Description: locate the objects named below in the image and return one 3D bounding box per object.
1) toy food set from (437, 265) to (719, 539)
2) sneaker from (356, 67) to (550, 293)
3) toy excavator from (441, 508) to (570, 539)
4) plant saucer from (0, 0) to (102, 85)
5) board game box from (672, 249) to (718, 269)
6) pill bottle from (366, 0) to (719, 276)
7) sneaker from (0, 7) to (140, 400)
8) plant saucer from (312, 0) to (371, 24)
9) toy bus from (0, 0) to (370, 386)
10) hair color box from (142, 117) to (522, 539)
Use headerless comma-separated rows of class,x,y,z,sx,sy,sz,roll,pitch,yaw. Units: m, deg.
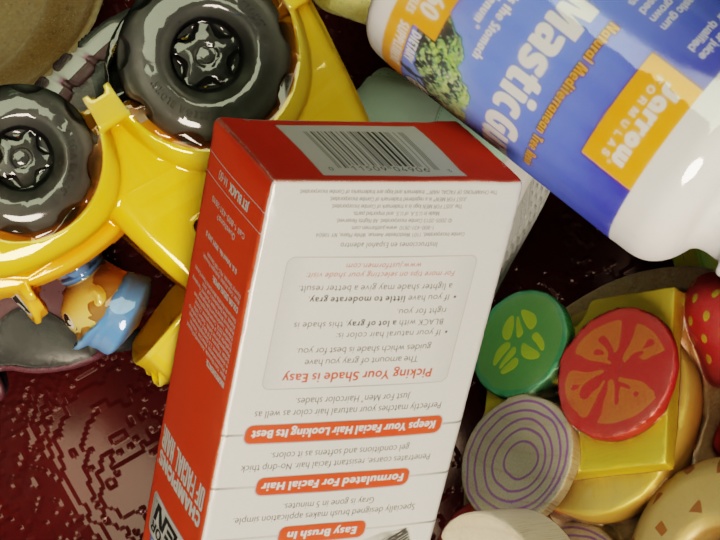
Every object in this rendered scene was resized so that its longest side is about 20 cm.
toy food set,0.120,0.090,0.847,0.197,0.049,0.201,-11,62,36
sneaker,0.000,0.000,0.927,0.118,0.074,0.201,28,82,18
toy excavator,0.037,0.225,0.809,0.194,0.100,0.201,-38,65,31
plant saucer,-0.223,-0.157,0.939,0.199,0.035,0.201,7,68,-16
board game box,0.211,0.024,0.904,0.101,0.048,0.201,-9,61,-4
pill bottle,0.110,-0.075,0.769,0.200,0.112,0.112,39,76,13
sneaker,-0.131,-0.022,0.924,0.115,0.076,0.200,41,86,2
plant saucer,0.091,-0.153,0.918,0.199,0.049,0.200,19,31,1
toy bus,-0.076,-0.017,0.836,0.200,0.136,0.192,-32,99,-8
hair color box,-0.016,0.040,0.785,0.110,0.064,0.201,-1,118,-27
